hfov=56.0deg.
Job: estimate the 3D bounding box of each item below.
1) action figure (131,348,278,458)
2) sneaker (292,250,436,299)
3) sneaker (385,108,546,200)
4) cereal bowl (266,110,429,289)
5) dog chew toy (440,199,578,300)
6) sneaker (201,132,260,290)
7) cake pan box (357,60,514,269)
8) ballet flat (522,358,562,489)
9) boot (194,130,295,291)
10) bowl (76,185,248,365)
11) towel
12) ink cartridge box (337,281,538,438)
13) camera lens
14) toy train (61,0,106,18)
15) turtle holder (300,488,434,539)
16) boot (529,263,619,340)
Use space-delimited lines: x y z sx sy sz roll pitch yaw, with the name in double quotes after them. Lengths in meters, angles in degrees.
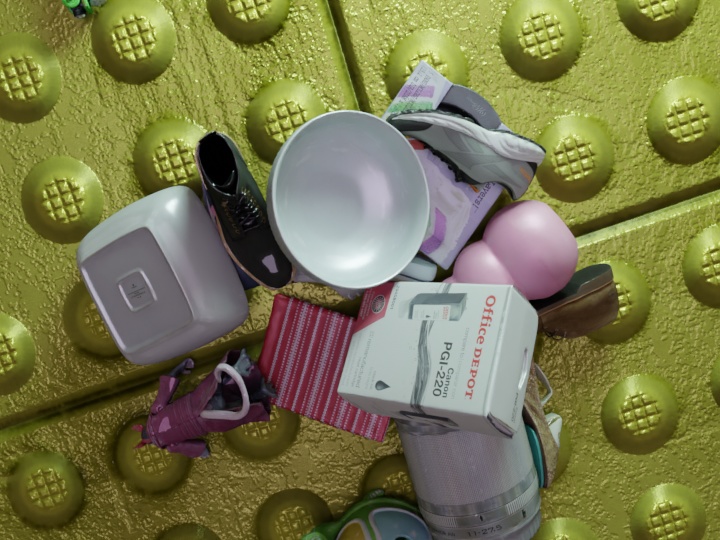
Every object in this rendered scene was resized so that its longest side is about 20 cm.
-0.205 0.188 0.855 0.197 0.149 0.136 -26 98 4 "action figure"
0.000 0.000 0.881 0.195 0.073 0.073 11 106 7 "sneaker"
0.121 -0.142 0.810 0.196 0.074 0.081 18 102 -3 "sneaker"
-0.021 -0.080 0.796 0.195 0.083 0.206 -1 92 -24 "cereal bowl"
0.174 0.007 0.853 0.199 0.125 0.125 -41 96 8 "dog chew toy"
-0.153 -0.076 0.865 0.080 0.070 0.205 -6 105 4 "sneaker"
0.095 -0.135 0.871 0.183 0.052 0.202 36 95 -7 "cake pan box"
0.235 0.191 0.904 0.064 0.070 0.204 -22 100 -13 "ballet flat"
-0.134 -0.061 0.767 0.077 0.138 0.203 -32 102 -5 "boot"
-0.259 0.017 0.843 0.197 0.075 0.203 -23 96 24 "bowl"
-0.042 0.126 0.892 0.196 0.022 0.148 17 96 10 "towel"
0.086 0.095 0.766 0.196 0.085 0.149 2 66 36 "ink cartridge box"
0.136 0.232 0.858 0.156 0.160 0.205 -16 97 1 "camera lens"
-0.367 -0.417 0.838 0.055 0.042 0.205 -19 97 -9 "toy train"
0.023 0.370 0.887 0.185 0.132 0.141 43 95 -5 "turtle holder"
0.249 0.066 0.888 0.196 0.074 0.077 -23 104 -1 "boot"
